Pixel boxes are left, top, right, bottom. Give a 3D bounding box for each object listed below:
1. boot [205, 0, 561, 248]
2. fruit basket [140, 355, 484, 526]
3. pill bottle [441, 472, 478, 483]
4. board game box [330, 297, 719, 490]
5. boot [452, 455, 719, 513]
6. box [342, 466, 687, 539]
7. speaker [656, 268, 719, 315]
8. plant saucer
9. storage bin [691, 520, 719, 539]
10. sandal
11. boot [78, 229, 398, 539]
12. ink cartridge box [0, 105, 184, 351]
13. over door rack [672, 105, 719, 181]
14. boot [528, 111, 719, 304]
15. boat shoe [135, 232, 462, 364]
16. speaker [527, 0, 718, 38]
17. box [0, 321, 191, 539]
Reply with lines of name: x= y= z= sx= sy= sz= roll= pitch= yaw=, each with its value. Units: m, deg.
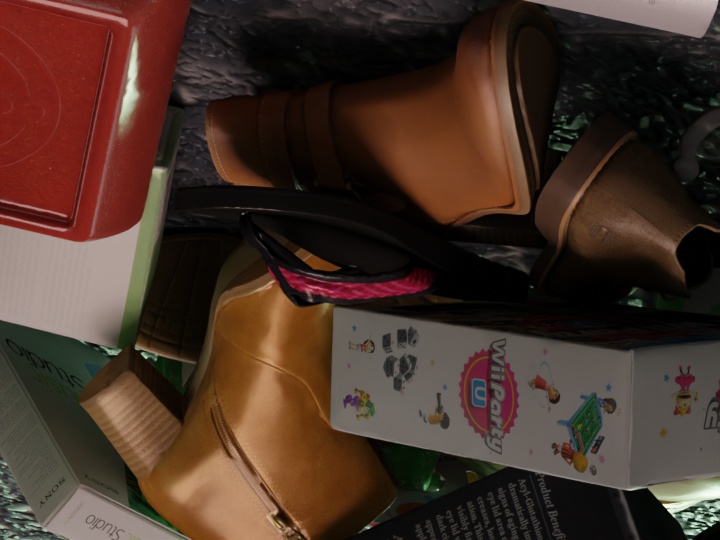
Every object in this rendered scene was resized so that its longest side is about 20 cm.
boot: x=0.007 y=-0.063 z=1.303 sx=0.154 sy=0.074 sz=0.200 roll=9 pitch=156 yaw=8
fruit basket: x=-0.018 y=0.090 z=1.600 sx=0.199 sy=0.094 sz=0.185 roll=6 pitch=-163 yaw=-6
pill bottle: x=0.115 y=0.181 z=1.771 sx=0.199 sy=0.112 sz=0.111 roll=15 pitch=157 yaw=-10
board game box: x=0.104 y=0.051 z=1.341 sx=0.147 sy=0.065 sz=0.200 roll=-3 pitch=-173 yaw=-39
boot: x=0.146 y=0.078 z=1.565 sx=0.200 sy=0.073 sz=0.155 roll=26 pitch=153 yaw=-36
box: x=0.068 y=0.184 z=1.483 sx=0.199 sy=0.105 sz=0.148 roll=-25 pitch=149 yaw=11
speaker: x=0.244 y=0.033 z=1.405 sx=0.199 sy=0.089 sz=0.088 roll=0 pitch=155 yaw=24
plant saucer: x=-0.183 y=-0.088 z=1.312 sx=0.199 sy=0.037 sz=0.200 roll=13 pitch=142 yaw=-4
storage bin: x=0.275 y=0.140 z=1.471 sx=0.199 sy=0.094 sz=0.135 roll=-24 pitch=-179 yaw=5
sandal: x=0.000 y=0.000 z=1.326 sx=0.200 sy=0.045 sz=0.075 roll=20 pitch=169 yaw=-43
boot: x=-0.025 y=0.057 z=1.463 sx=0.201 sy=0.071 sz=0.144 roll=-39 pitch=107 yaw=16
ink cartridge box: x=-0.194 y=-0.038 z=1.440 sx=0.199 sy=0.048 sz=0.146 roll=13 pitch=140 yaw=-2
over door rack: x=0.244 y=-0.026 z=1.248 sx=0.148 sy=0.067 sz=0.200 roll=41 pitch=146 yaw=-24
boot: x=0.124 y=-0.007 z=1.329 sx=0.075 sy=0.074 sz=0.200 roll=37 pitch=175 yaw=11
boat shoe: x=-0.039 y=0.028 z=1.534 sx=0.199 sy=0.074 sz=0.069 roll=6 pitch=158 yaw=20
speaker: x=0.040 y=-0.144 z=1.093 sx=0.199 sy=0.081 sz=0.081 roll=12 pitch=157 yaw=-2
box: x=-0.147 y=0.095 z=1.627 sx=0.036 sy=0.200 sz=0.144 roll=-48 pitch=133 yaw=11
